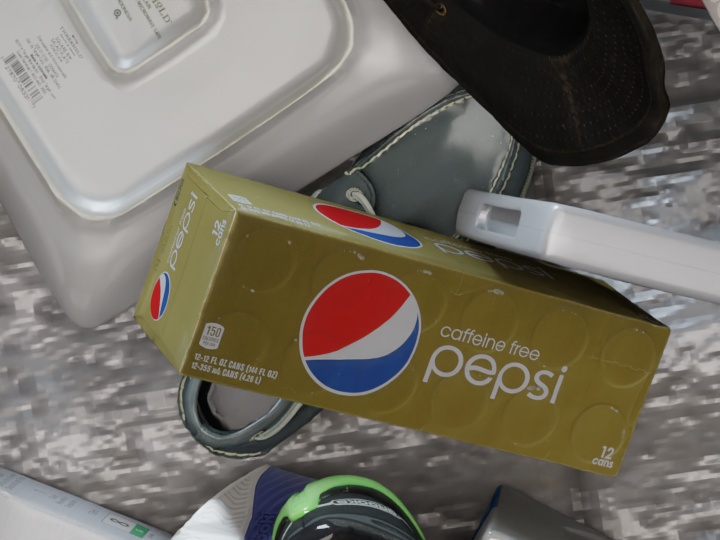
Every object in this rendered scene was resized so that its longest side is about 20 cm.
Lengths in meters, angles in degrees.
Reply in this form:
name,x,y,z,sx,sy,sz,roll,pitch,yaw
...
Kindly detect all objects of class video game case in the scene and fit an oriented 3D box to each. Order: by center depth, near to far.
name,x,y,z,sx,sy,sz,roll,pitch,yaw
video game case,0.146,0.004,0.879,0.199,0.182,0.024,14,92,-7

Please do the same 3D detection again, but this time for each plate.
name,x,y,z,sx,sy,sz,roll,pitch,yaw
plate,-0.089,-0.110,0.969,0.199,0.032,0.200,-33,83,7

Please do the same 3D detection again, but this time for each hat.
name,x,y,z,sx,sy,sz,roll,pitch,yaw
hat,0.059,-0.139,0.868,0.081,0.201,0.201,-39,90,-21

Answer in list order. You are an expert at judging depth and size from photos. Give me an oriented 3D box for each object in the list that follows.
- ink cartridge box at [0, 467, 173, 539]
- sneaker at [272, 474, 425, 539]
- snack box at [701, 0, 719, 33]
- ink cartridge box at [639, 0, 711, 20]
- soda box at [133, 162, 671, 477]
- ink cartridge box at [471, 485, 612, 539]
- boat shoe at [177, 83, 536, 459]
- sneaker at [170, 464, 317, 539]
name,x,y,z,sx,sy,sz,roll,pitch,yaw
ink cartridge box,-0.196,0.157,1.003,0.199,0.050,0.162,21,95,1
sneaker,0.030,0.167,0.849,0.077,0.084,0.200,-40,87,8
snack box,0.130,-0.096,0.805,0.024,0.072,0.201,-29,101,14
ink cartridge box,0.162,-0.195,0.898,0.145,0.083,0.201,16,97,42
soda box,0.018,0.021,0.921,0.199,0.064,0.068,15,102,-27
ink cartridge box,0.040,0.197,0.951,0.067,0.116,0.201,26,96,3
boat shoe,0.000,0.000,0.967,0.073,0.062,0.200,44,95,4
sneaker,-0.052,0.187,0.978,0.080,0.115,0.200,18,63,27
